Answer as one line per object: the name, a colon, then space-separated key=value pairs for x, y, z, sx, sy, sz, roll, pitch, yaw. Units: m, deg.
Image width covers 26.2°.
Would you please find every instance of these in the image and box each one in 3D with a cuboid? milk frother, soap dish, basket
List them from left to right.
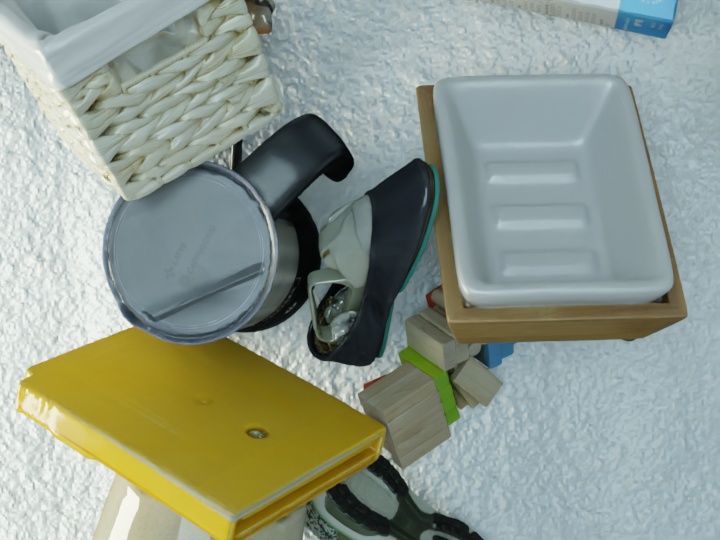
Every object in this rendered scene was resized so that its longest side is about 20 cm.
basket: x=-0.154 y=-0.148 z=0.996 sx=0.135 sy=0.200 sz=0.124 roll=-31 pitch=124 yaw=-13
milk frother: x=-0.119 y=-0.059 z=1.072 sx=0.199 sy=0.188 sz=0.181 roll=28 pitch=93 yaw=6
soap dish: x=0.123 y=-0.040 z=1.050 sx=0.156 sy=0.081 sz=0.201 roll=-2 pitch=54 yaw=-6

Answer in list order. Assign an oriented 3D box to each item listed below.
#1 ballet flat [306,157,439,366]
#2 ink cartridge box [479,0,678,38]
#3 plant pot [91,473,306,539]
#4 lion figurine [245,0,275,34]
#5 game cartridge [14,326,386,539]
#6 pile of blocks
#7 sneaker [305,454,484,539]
ballet flat: x=0.000 y=0.000 z=1.065 sx=0.073 sy=0.200 sz=0.073 roll=8 pitch=51 yaw=-9
ink cartridge box: x=0.135 y=-0.245 z=1.102 sx=0.199 sy=0.067 sz=0.116 roll=12 pitch=92 yaw=7
plant pot: x=-0.119 y=0.230 z=1.062 sx=0.199 sy=0.200 sz=0.184 roll=15 pitch=95 yaw=6
lion figurine: x=-0.111 y=-0.250 z=1.071 sx=0.072 sy=0.200 sz=0.123 roll=18 pitch=67 yaw=36
game cartridge: x=-0.110 y=0.100 z=1.055 sx=0.199 sy=0.176 sz=0.033 roll=26 pitch=116 yaw=27
pile of blocks: x=0.069 y=0.046 z=1.124 sx=0.200 sy=0.082 sz=0.062 roll=-51 pitch=42 yaw=-5
sneaker: x=0.025 y=0.209 z=1.128 sx=0.200 sy=0.077 sz=0.089 roll=46 pitch=136 yaw=-7
